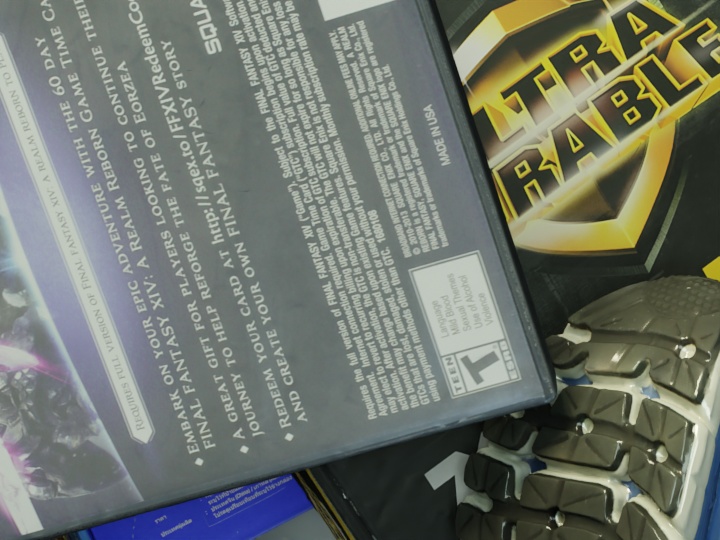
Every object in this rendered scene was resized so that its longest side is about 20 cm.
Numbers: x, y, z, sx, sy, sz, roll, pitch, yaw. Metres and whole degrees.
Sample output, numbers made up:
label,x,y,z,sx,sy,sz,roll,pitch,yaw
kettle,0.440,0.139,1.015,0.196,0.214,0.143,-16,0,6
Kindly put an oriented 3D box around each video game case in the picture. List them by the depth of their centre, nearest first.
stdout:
label,x,y,z,sx,sy,sz,roll,pitch,yaw
video game case,-0.070,-0.008,0.678,0.200,0.019,0.143,-16,110,10

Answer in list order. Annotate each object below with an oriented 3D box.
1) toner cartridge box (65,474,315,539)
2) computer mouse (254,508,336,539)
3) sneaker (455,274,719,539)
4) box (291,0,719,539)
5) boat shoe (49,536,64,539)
label,x,y,z,sx,sy,sz,roll,pitch,yaw
toner cartridge box,0.000,0.000,0.776,0.200,0.043,0.095,-26,105,-13
computer mouse,0.061,0.052,0.830,0.199,0.044,0.110,-6,86,-4
sneaker,0.076,0.097,0.718,0.089,0.079,0.200,-5,109,-35
box,0.049,-0.027,0.740,0.200,0.049,0.160,-36,110,-10
boat shoe,-0.114,0.056,0.752,0.072,0.068,0.200,-23,107,9
